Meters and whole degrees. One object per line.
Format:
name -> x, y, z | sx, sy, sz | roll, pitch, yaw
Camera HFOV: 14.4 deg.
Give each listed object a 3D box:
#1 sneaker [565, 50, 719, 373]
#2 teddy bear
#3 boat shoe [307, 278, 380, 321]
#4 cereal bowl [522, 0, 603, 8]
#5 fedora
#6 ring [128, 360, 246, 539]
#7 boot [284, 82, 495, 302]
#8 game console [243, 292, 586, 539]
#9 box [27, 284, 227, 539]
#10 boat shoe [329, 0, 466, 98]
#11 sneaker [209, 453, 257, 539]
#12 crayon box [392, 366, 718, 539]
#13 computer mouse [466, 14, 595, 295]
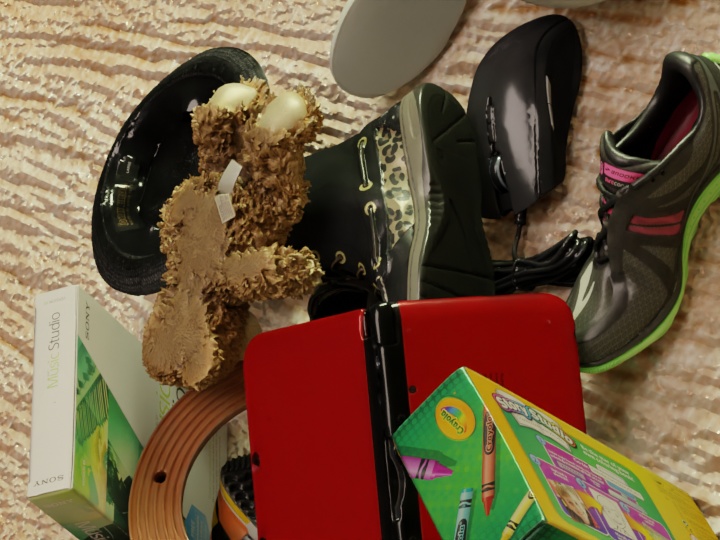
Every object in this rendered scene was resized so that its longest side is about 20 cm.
sneaker -> 0.157, -0.037, 1.626 | 0.077, 0.084, 0.201 | 21, 85, 52
teddy bear -> -0.073, -0.022, 1.734 | 0.145, 0.067, 0.201 | -7, 74, 39
boat shoe -> -0.006, 0.043, 1.784 | 0.067, 0.057, 0.201 | -26, 51, 37
cereal bowl -> 0.152, -0.249, 1.757 | 0.200, 0.083, 0.201 | -26, 50, 36
fedora -> -0.095, -0.053, 1.912 | 0.200, 0.091, 0.201 | -35, 40, 36
ring -> -0.044, 0.133, 1.700 | 0.200, 0.019, 0.201 | -9, 55, 13
boot -> 0.001, 0.000, 1.739 | 0.153, 0.073, 0.204 | -21, 58, 34
game console -> 0.034, 0.123, 1.615 | 0.119, 0.172, 0.201 | 146, 120, -73
box -> -0.143, 0.117, 1.782 | 0.036, 0.200, 0.145 | -16, 56, 22
boat shoe -> 0.042, -0.206, 1.876 | 0.200, 0.071, 0.064 | -57, 22, 9
sneaker -> -0.037, 0.208, 1.730 | 0.200, 0.070, 0.090 | 60, 145, 38
crayon box -> 0.118, 0.140, 1.471 | 0.058, 0.200, 0.119 | -46, 41, 17
computer mouse -> 0.110, -0.078, 1.733 | 0.140, 0.046, 0.201 | -9, 62, 47
